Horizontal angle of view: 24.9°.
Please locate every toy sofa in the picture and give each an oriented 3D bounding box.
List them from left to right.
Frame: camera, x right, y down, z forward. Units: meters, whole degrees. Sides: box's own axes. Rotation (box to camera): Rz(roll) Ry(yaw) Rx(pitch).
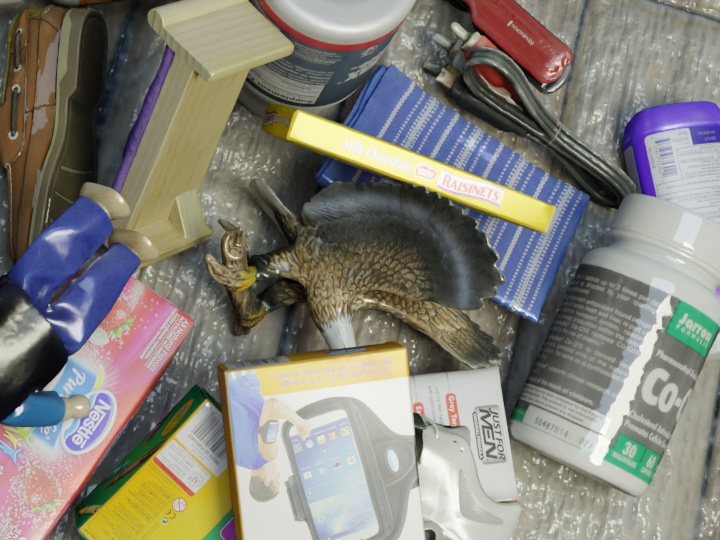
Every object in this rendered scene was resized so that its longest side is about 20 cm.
[{"bbox_3d":[-0.133,-0.104,1.122,0.098,0.200,0.083,46,44,18],"label":"toy sofa"}]

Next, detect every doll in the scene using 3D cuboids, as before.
[{"bbox_3d":[-0.208,0.042,1.023,0.200,0.048,0.137,-50,130,-28],"label":"doll"}]

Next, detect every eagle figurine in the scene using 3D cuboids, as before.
[{"bbox_3d":[0.001,0.008,1.164,0.199,0.152,0.151,-7,106,3],"label":"eagle figurine"}]

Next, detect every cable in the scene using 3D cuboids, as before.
[{"bbox_3d":[0.140,-0.124,1.259,0.200,0.097,0.050,30,68,-5],"label":"cable"}]

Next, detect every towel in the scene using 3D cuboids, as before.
[{"bbox_3d":[0.073,-0.063,1.240,0.200,0.024,0.145,33,49,-4],"label":"towel"}]

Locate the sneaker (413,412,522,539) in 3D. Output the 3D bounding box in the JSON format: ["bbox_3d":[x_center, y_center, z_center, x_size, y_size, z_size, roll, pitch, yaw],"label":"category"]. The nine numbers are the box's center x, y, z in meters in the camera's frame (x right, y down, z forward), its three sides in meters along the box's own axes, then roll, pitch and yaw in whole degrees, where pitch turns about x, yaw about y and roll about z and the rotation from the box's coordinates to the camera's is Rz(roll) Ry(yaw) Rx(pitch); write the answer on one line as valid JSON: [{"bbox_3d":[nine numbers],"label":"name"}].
[{"bbox_3d":[0.026,0.125,1.110,0.200,0.074,0.089,44,72,-12],"label":"sneaker"}]

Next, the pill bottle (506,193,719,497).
[{"bbox_3d":[0.195,0.053,1.191,0.113,0.113,0.200,25,86,-6],"label":"pill bottle"}]

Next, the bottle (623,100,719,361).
[{"bbox_3d":[0.263,-0.031,1.281,0.083,0.065,0.201,-8,77,-10],"label":"bottle"}]

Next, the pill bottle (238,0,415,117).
[{"bbox_3d":[-0.036,-0.184,1.176,0.119,0.200,0.120,4,74,-13],"label":"pill bottle"}]

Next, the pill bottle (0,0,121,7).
[{"bbox_3d":[-0.182,-0.256,1.204,0.199,0.116,0.117,-12,78,-17],"label":"pill bottle"}]

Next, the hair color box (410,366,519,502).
[{"bbox_3d":[0.005,0.131,1.171,0.199,0.061,0.102,-4,77,-14],"label":"hair color box"}]

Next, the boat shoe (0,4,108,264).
[{"bbox_3d":[-0.231,-0.092,1.178,0.068,0.072,0.201,5,78,15],"label":"boat shoe"}]

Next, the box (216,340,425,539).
[{"bbox_3d":[-0.021,0.152,1.038,0.119,0.041,0.201,-7,93,-12],"label":"box"}]

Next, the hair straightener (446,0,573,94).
[{"bbox_3d":[0.085,-0.206,1.283,0.200,0.077,0.041,38,88,14],"label":"hair straightener"}]

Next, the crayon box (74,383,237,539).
[{"bbox_3d":[-0.076,0.188,1.079,0.119,0.058,0.200,-45,102,-4],"label":"crayon box"}]

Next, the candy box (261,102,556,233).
[{"bbox_3d":[0.032,-0.074,1.158,0.199,0.102,0.026,19,91,-15],"label":"candy box"}]

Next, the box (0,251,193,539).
[{"bbox_3d":[-0.209,0.096,1.106,0.095,0.100,0.200,35,69,-3],"label":"box"}]
